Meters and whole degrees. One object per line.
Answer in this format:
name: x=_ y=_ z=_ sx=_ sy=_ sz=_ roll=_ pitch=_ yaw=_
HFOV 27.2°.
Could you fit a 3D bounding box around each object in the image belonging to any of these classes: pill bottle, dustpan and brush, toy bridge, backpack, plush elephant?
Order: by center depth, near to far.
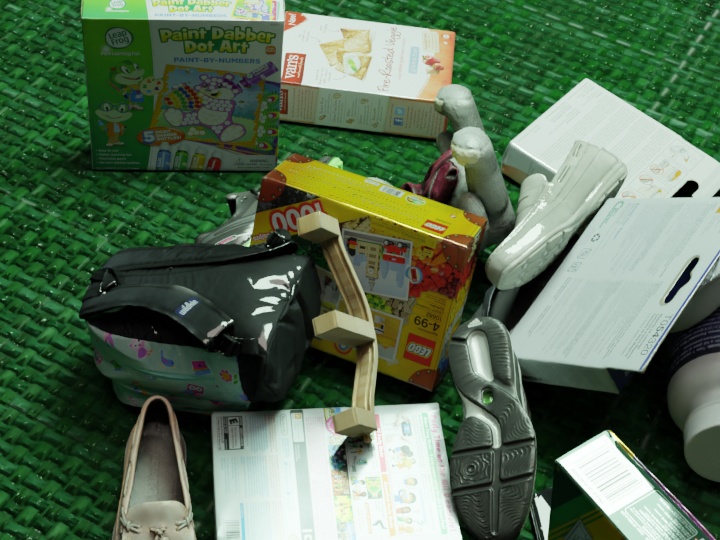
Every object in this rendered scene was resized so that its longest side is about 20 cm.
toy bridge: x=-0.012 y=0.051 z=1.278 sx=0.027 sy=0.067 sz=0.202 roll=-22 pitch=67 yaw=26
backpack: x=-0.146 y=0.050 z=1.306 sx=0.198 sy=0.128 sz=0.167 roll=2 pitch=34 yaw=18
dustpan and brush: x=0.266 y=0.028 z=1.338 sx=0.201 sy=0.057 sz=0.139 roll=-58 pitch=25 yaw=-12
pill bottle: x=0.332 y=0.089 z=1.349 sx=0.110 sy=0.112 sz=0.201 roll=9 pitch=45 yaw=3
plush elephant: x=0.067 y=-0.058 z=1.448 sx=0.153 sy=0.201 sz=0.165 roll=-20 pitch=32 yaw=5

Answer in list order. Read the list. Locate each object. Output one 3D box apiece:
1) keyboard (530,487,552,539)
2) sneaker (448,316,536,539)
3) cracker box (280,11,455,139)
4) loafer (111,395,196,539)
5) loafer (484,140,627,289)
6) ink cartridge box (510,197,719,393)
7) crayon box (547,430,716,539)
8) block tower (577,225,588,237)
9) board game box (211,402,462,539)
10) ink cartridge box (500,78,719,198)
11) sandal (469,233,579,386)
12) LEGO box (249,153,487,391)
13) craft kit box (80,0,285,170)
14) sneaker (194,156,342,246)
keyboard: x=0.217 y=0.259 z=1.232 sx=0.126 sy=0.021 sz=0.201 roll=-6 pitch=47 yaw=-4
sneaker: x=0.125 y=0.151 z=1.269 sx=0.075 sy=0.116 sz=0.202 roll=-12 pitch=57 yaw=17
cracker box: x=0.003 y=-0.218 z=1.658 sx=0.198 sy=0.058 sz=0.135 roll=6 pitch=44 yaw=1
loafer: x=-0.169 y=0.193 z=1.223 sx=0.071 sy=0.063 sz=0.201 roll=-2 pitch=45 yaw=-9
loafer: x=0.173 y=-0.054 z=1.396 sx=0.070 sy=0.070 sz=0.200 roll=38 pitch=52 yaw=15
ink cartridge box: x=0.238 y=0.019 z=1.297 sx=0.197 sy=0.043 sz=0.199 roll=-51 pitch=26 yaw=-19
crayon box: x=0.219 y=0.247 z=1.108 sx=0.058 sy=0.174 sz=0.200 roll=-25 pitch=51 yaw=-21
block tower: x=0.227 y=-0.005 z=1.458 sx=0.054 sy=0.058 sz=0.201 roll=20 pitch=39 yaw=-29
board game box: x=-0.024 y=0.188 z=1.245 sx=0.198 sy=0.065 sz=0.148 roll=-2 pitch=46 yaw=-6
ink cartridge box: x=0.275 y=-0.107 z=1.595 sx=0.199 sy=0.050 sz=0.162 roll=37 pitch=51 yaw=17
sandal: x=0.143 y=0.034 z=1.398 sx=0.075 sy=0.043 sz=0.201 roll=16 pitch=64 yaw=24
LEGO box: x=0.000 y=0.000 z=1.364 sx=0.198 sy=0.150 sz=0.077 roll=19 pitch=26 yaw=13
craft kit box: x=-0.178 y=-0.187 z=1.508 sx=0.198 sy=0.199 sz=0.049 roll=-1 pitch=43 yaw=-6
sneaker: x=-0.088 y=-0.062 z=1.480 sx=0.083 sy=0.077 sz=0.200 roll=33 pitch=50 yaw=20
